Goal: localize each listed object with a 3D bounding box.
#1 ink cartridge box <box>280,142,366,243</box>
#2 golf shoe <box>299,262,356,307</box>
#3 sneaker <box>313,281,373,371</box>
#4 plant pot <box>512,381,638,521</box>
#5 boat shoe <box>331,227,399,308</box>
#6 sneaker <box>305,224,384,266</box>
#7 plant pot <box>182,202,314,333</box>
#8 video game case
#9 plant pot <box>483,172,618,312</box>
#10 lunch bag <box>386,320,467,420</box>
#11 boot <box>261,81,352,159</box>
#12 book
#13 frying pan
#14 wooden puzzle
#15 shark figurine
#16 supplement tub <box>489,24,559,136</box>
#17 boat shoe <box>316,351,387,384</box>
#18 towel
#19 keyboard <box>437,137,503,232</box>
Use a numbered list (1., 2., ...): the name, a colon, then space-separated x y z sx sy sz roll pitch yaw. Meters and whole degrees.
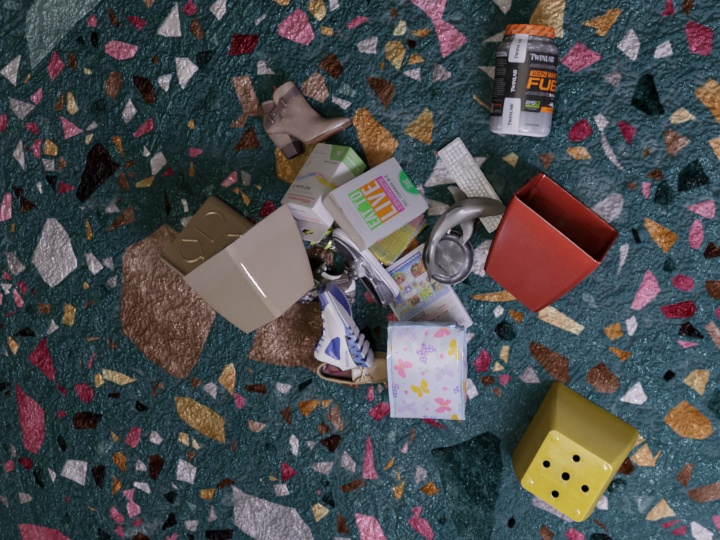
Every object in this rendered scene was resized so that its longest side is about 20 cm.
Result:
1. ink cartridge box: -0.088 -0.165 1.721 0.116 0.067 0.202 14 68 46
2. golf shoe: -0.102 0.029 1.832 0.195 0.078 0.097 4 91 12
3. sneaker: -0.063 0.138 1.760 0.113 0.081 0.202 -23 100 17
4. plant pot: 0.417 0.378 1.628 0.198 0.176 0.203 30 108 14
5. boat shoe: 0.000 0.000 1.722 0.067 0.070 0.200 -49 113 -18
6. sneaker: -0.022 -0.068 1.786 0.196 0.076 0.077 21 100 -3
7. plant pot: -0.215 0.009 1.712 0.198 0.200 0.179 -27 102 46
8. video game case: 0.135 0.064 1.771 0.142 0.018 0.202 -33 86 22
9. plant pot: 0.354 -0.042 1.588 0.199 0.199 0.178 40 122 10
10. lunch bag: 0.143 0.199 1.715 0.165 0.128 0.204 -1 113 10
11. boot: -0.128 -0.342 1.781 0.197 0.070 0.149 -24 87 22
12. book: 0.035 -0.137 1.687 0.135 0.199 0.048 53 144 5
13. frying pan: 0.215 -0.043 1.710 0.187 0.031 0.117 -26 88 19
14. wooden puzzle: -0.331 -0.048 1.871 0.184 0.046 0.201 34 73 18
15. shark figurine: 0.180 -0.089 1.659 0.128 0.089 0.215 44 99 13
16. supplement tub: 0.317 -0.365 1.578 0.120 0.122 0.205 8 102 19
17. boat shoe: -0.005 0.224 1.822 0.196 0.066 0.076 -6 96 21
18. towel: 0.029 -0.112 1.743 0.198 0.023 0.144 36 71 10
19. keyboard: 0.235 -0.177 1.689 0.056 0.011 0.202 -35 81 19
